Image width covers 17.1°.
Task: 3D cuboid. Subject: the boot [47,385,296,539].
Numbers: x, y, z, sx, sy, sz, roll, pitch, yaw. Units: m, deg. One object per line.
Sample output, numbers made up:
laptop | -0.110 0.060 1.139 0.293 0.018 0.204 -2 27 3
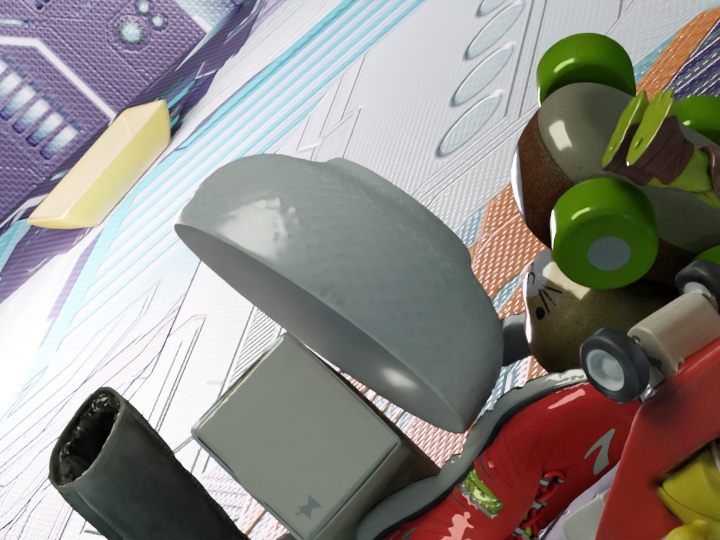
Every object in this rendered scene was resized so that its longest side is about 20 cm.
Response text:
boot | -0.093 0.146 1.392 0.073 0.200 0.182 -45 15 12

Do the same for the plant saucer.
plant saucer | -0.318 -0.121 3.005 0.200 0.048 0.200 -50 16 -14

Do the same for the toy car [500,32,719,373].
toy car | 0.120 0.005 1.314 0.200 0.157 0.165 -52 22 32

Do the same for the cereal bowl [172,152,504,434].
cereal bowl | 0.000 0.000 1.298 0.083 0.200 0.200 -53 16 -8

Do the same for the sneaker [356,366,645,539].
sneaker | 0.079 0.131 1.254 0.200 0.077 0.085 -44 33 27

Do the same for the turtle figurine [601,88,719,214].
turtle figurine | 0.201 -0.032 1.191 0.065 0.161 0.200 -61 8 12

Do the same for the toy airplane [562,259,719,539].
toy airplane | 0.150 0.109 1.005 0.200 0.141 0.199 -53 -24 7

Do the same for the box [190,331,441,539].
box | -0.019 0.105 1.351 0.078 0.095 0.200 -47 -12 -1
